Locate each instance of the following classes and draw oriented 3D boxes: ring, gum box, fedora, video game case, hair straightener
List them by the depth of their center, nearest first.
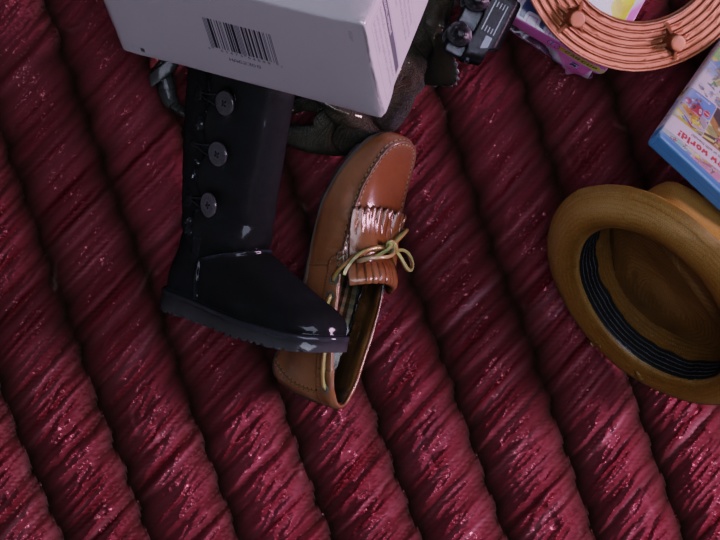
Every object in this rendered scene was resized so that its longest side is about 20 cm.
[{"bbox_3d":[0.202,-0.241,1.623,0.199,0.019,0.202,-5,103,-20],"label":"ring"},{"bbox_3d":[0.229,0.004,1.655,0.201,0.200,0.082,46,57,-5],"label":"fedora"},{"bbox_3d":[-0.126,-0.205,1.659,0.077,0.041,0.201,-10,93,-5],"label":"hair straightener"},{"bbox_3d":[0.306,-0.111,1.666,0.143,0.018,0.200,42,57,-6],"label":"video game case"},{"bbox_3d":[0.167,-0.249,1.672,0.113,0.066,0.201,29,90,-4],"label":"gum box"}]

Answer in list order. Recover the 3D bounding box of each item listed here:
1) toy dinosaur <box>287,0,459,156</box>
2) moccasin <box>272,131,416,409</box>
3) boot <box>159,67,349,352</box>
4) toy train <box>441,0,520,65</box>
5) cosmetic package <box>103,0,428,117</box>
[{"bbox_3d":[0.001,-0.123,1.656,0.102,0.077,0.200,33,104,-38],"label":"toy dinosaur"},{"bbox_3d":[-0.001,0.000,1.653,0.078,0.074,0.202,21,90,39],"label":"moccasin"},{"bbox_3d":[-0.065,-0.054,1.616,0.164,0.066,0.201,15,99,33],"label":"boot"},{"bbox_3d":[0.118,-0.235,1.619,0.046,0.034,0.201,27,90,-6],"label":"toy train"},{"bbox_3d":[-0.048,-0.239,1.557,0.198,0.123,0.201,15,66,15],"label":"cosmetic package"}]
